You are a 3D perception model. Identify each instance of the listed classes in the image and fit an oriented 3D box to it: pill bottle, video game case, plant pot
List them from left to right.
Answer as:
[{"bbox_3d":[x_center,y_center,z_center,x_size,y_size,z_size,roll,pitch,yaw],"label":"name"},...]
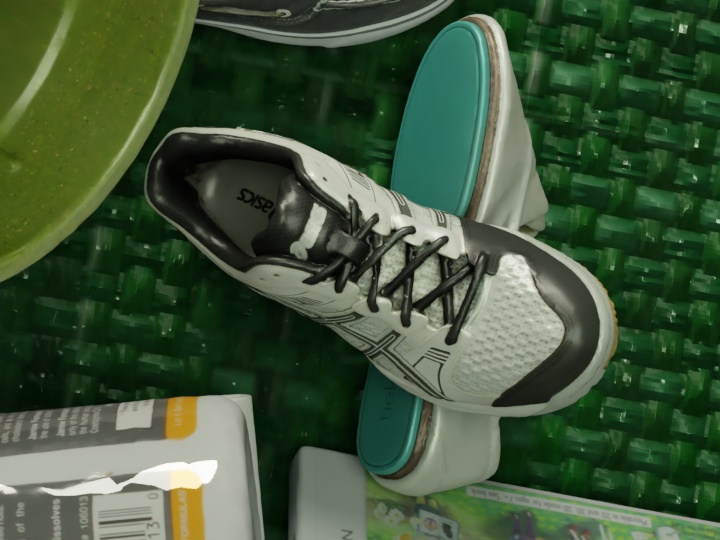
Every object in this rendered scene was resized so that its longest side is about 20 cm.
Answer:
[{"bbox_3d":[-0.191,-0.119,0.756,0.190,0.200,0.200,28,81,27],"label":"plant pot"},{"bbox_3d":[-0.133,0.108,0.708,0.199,0.116,0.117,-6,89,-1],"label":"pill bottle"},{"bbox_3d":[0.068,0.156,0.827,0.200,0.182,0.022,12,129,-11],"label":"video game case"}]

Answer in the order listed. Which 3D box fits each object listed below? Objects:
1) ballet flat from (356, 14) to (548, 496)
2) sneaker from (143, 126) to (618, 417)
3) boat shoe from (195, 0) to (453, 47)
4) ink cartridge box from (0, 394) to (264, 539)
[{"bbox_3d":[0.045,-0.004,0.875,0.069,0.069,0.200,11,84,-10],"label":"ballet flat"},{"bbox_3d":[0.000,0.000,0.804,0.200,0.088,0.076,22,90,27],"label":"sneaker"},{"bbox_3d":[-0.048,-0.134,0.856,0.200,0.066,0.070,5,87,-10],"label":"boat shoe"},{"bbox_3d":[-0.097,0.153,0.814,0.116,0.067,0.201,-5,89,18],"label":"ink cartridge box"}]
